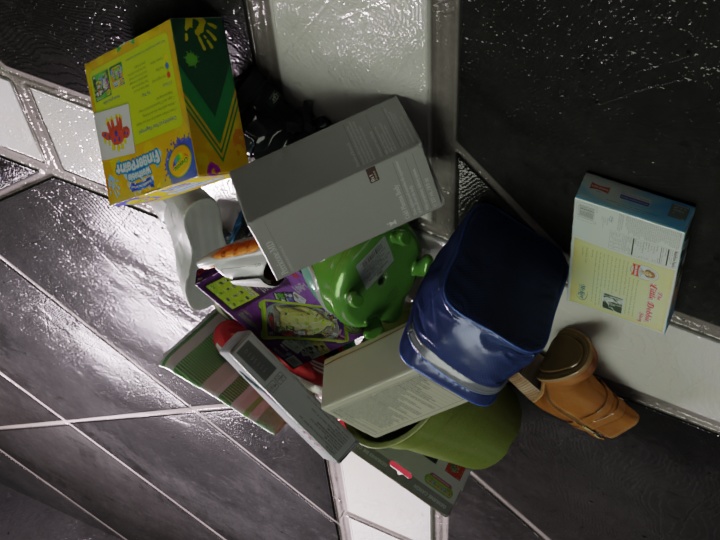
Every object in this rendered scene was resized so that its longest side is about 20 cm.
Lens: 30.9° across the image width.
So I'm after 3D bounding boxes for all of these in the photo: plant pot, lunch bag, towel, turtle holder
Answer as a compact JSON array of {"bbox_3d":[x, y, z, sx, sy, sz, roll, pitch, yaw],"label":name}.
[{"bbox_3d":[0.110,0.170,1.707,0.189,0.202,0.199,31,156,-36],"label":"plant pot"},{"bbox_3d":[0.131,0.036,1.425,0.135,0.201,0.133,33,135,-5],"label":"lunch bag"},{"bbox_3d":[-0.164,0.140,1.827,0.199,0.153,0.024,30,128,14],"label":"towel"},{"bbox_3d":[0.003,-0.010,1.548,0.131,0.142,0.185,34,-169,32],"label":"turtle holder"}]

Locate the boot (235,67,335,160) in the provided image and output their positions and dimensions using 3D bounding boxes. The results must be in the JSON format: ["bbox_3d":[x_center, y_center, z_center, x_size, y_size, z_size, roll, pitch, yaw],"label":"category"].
[{"bbox_3d":[-0.102,-0.129,1.479,0.162,0.074,0.198,40,143,-12],"label":"boot"}]

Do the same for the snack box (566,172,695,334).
[{"bbox_3d":[0.279,-0.014,1.363,0.115,0.037,0.201,20,151,18],"label":"snack box"}]

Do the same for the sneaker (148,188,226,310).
[{"bbox_3d":[-0.225,-0.051,1.700,0.116,0.073,0.201,48,149,36],"label":"sneaker"}]

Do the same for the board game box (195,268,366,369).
[{"bbox_3d":[-0.096,0.040,1.611,0.119,0.033,0.200,-23,132,27],"label":"board game box"}]

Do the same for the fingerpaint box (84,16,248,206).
[{"bbox_3d":[-0.213,-0.169,1.426,0.199,0.073,0.169,-12,89,51],"label":"fingerpaint box"}]

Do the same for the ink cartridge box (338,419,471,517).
[{"bbox_3d":[0.065,0.223,1.816,0.199,0.177,0.084,37,152,-15],"label":"ink cartridge box"}]

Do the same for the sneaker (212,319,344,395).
[{"bbox_3d":[-0.105,0.093,1.781,0.198,0.079,0.116,17,146,3],"label":"sneaker"}]

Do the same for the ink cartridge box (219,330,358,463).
[{"bbox_3d":[-0.102,0.162,1.689,0.200,0.044,0.173,46,167,-7],"label":"ink cartridge box"}]

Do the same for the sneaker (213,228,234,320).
[{"bbox_3d":[-0.163,0.017,1.796,0.089,0.067,0.201,15,147,35],"label":"sneaker"}]

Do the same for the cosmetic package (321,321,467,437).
[{"bbox_3d":[0.057,0.124,1.554,0.199,0.074,0.103,-26,136,35],"label":"cosmetic package"}]

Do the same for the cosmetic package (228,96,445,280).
[{"bbox_3d":[-0.026,-0.085,1.361,0.091,0.199,0.107,63,180,40],"label":"cosmetic package"}]

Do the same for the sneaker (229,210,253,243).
[{"bbox_3d":[-0.095,-0.062,1.614,0.081,0.074,0.200,22,163,-17],"label":"sneaker"}]

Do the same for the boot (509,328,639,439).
[{"bbox_3d":[0.279,0.152,1.599,0.155,0.077,0.200,35,155,-9],"label":"boot"}]

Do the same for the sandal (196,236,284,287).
[{"bbox_3d":[-0.097,-0.011,1.468,0.205,0.079,0.060,-12,101,31],"label":"sandal"}]

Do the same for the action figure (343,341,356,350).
[{"bbox_3d":[-0.050,0.050,1.761,0.117,0.055,0.201,23,156,14],"label":"action figure"}]
